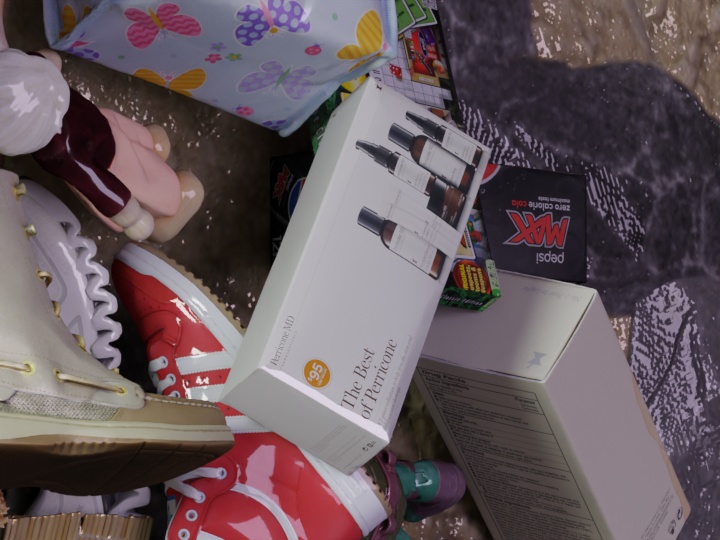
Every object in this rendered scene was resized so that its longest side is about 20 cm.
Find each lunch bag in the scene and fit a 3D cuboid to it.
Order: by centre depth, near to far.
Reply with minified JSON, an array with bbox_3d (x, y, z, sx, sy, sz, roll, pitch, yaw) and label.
[{"bbox_3d":[-0.081,-0.194,1.615,0.169,0.127,0.201,18,54,-38],"label":"lunch bag"}]

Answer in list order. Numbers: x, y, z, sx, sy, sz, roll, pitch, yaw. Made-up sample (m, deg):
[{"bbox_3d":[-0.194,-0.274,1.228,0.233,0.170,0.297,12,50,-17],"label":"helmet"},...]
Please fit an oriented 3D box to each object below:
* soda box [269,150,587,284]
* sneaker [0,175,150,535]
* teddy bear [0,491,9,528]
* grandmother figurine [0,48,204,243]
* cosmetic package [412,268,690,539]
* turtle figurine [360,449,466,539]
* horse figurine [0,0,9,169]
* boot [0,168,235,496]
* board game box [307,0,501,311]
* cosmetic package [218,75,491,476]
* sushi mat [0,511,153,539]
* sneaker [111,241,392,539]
[{"bbox_3d":[0.042,-0.029,1.750,0.200,0.063,0.071,4,84,-41],"label":"soda box"},{"bbox_3d":[-0.167,0.052,1.558,0.081,0.075,0.201,-16,101,-29],"label":"sneaker"},{"bbox_3d":[-0.259,0.094,1.447,0.145,0.067,0.200,42,25,14],"label":"teddy bear"},{"bbox_3d":[-0.144,-0.063,1.526,0.061,0.121,0.200,-47,156,5],"label":"grandmother figurine"},{"bbox_3d":[0.109,0.093,1.735,0.073,0.103,0.200,-55,140,-29],"label":"cosmetic package"},{"bbox_3d":[-0.018,0.132,1.668,0.200,0.100,0.150,22,72,-44],"label":"turtle figurine"},{"bbox_3d":[-0.217,-0.114,1.542,0.132,0.050,0.201,-7,90,-36],"label":"horse figurine"},{"bbox_3d":[-0.157,0.030,1.479,0.200,0.072,0.155,5,60,-41],"label":"boot"},{"bbox_3d":[0.016,-0.076,1.681,0.105,0.023,0.201,8,59,-36],"label":"board game box"},{"bbox_3d":[0.000,0.000,1.569,0.082,0.051,0.200,29,54,-13],"label":"cosmetic package"},{"bbox_3d":[-0.164,0.219,1.547,0.095,0.012,0.201,7,99,-41],"label":"sushi mat"},{"bbox_3d":[-0.089,0.086,1.571,0.112,0.071,0.200,-41,82,-10],"label":"sneaker"}]
